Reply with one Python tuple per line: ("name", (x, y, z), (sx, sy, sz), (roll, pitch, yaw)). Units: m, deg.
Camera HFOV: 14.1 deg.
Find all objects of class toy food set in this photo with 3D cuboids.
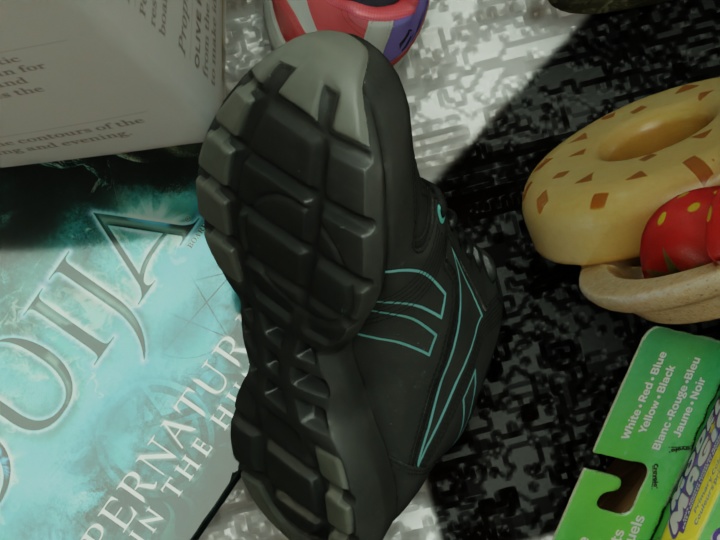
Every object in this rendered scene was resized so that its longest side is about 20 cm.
("toy food set", (0.148, -0.050, 0.887), (0.198, 0.200, 0.049), (-32, 100, -4))

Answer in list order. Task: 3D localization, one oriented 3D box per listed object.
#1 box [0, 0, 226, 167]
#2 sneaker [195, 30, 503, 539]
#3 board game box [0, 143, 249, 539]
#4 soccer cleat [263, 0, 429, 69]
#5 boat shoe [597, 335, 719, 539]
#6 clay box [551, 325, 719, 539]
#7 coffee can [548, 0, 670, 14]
("box", (-0.157, -0.143, 0.849), (0.199, 0.171, 0.200), (-6, 73, 17))
("sneaker", (0.000, 0.000, 0.893), (0.079, 0.200, 0.075), (-34, 54, -30))
("board game box", (-0.097, 0.034, 0.960), (0.135, 0.028, 0.200), (34, 83, 5))
("soccer cleat", (-0.003, -0.162, 0.960), (0.068, 0.073, 0.200), (0, 82, -14))
("boat shoe", (0.156, 0.034, 0.929), (0.072, 0.072, 0.200), (39, 97, -5))
("clay box", (0.162, 0.099, 0.891), (0.200, 0.048, 0.115), (17, 110, -12))
("coffee can", (0.096, -0.202, 0.933), (0.146, 0.146, 0.200), (-18, 82, -2))
